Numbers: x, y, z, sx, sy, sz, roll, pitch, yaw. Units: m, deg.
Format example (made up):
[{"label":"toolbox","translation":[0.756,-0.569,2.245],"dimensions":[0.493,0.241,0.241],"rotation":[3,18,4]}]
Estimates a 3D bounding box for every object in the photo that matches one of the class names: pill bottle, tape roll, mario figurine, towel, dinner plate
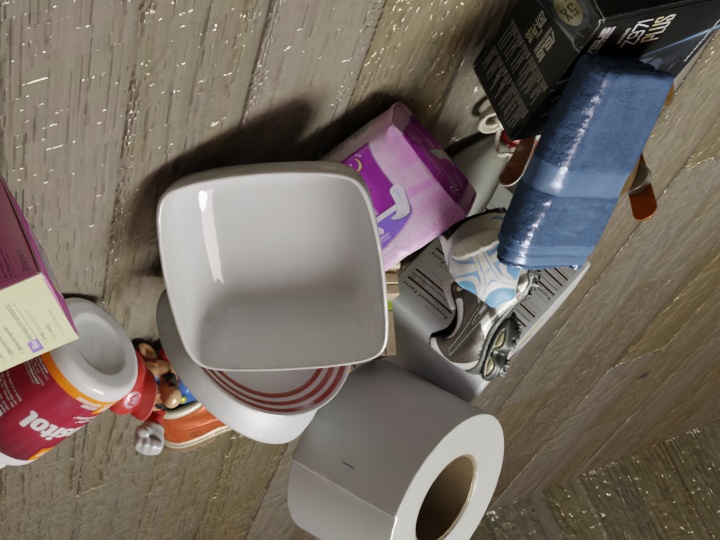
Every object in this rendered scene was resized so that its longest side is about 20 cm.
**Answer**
[{"label":"pill bottle","translation":[-0.324,0.121,1.724],"dimensions":[0.200,0.113,0.113],"rotation":[-35,160,28]},{"label":"tape roll","translation":[0.038,0.212,1.829],"dimensions":[0.203,0.139,0.203],"rotation":[-36,140,-38]},{"label":"mario figurine","translation":[-0.195,0.129,1.913],"dimensions":[0.106,0.124,0.200],"rotation":[-22,171,34]},{"label":"towel","translation":[0.188,-0.093,1.509],"dimensions":[0.112,0.049,0.200],"rotation":[0,122,-44]},{"label":"dinner plate","translation":[-0.096,0.050,1.684],"dimensions":[0.200,0.200,0.024],"rotation":[-10,162,-39]}]

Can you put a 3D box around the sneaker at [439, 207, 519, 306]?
[{"label":"sneaker","translation":[0.115,-0.013,1.643],"dimensions":[0.072,0.073,0.200],"rotation":[-17,-169,7]}]

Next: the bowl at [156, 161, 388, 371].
[{"label":"bowl","translation":[-0.075,-0.013,1.575],"dimensions":[0.199,0.075,0.200],"rotation":[-4,119,8]}]

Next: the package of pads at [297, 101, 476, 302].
[{"label":"package of pads","translation":[-0.004,-0.056,1.634],"dimensions":[0.200,0.121,0.076],"rotation":[-35,-168,25]}]

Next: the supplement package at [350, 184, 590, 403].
[{"label":"supplement package","translation":[0.114,0.047,1.933],"dimensions":[0.200,0.147,0.191],"rotation":[-45,172,-29]}]

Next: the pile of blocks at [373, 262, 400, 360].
[{"label":"pile of blocks","translation":[0.000,0.000,1.788],"dimensions":[0.062,0.200,0.082],"rotation":[0,-166,-22]}]

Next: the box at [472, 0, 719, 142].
[{"label":"box","translation":[0.219,-0.213,1.551],"dimensions":[0.164,0.086,0.200],"rotation":[-15,159,-28]}]

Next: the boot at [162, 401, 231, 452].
[{"label":"boot","translation":[-0.155,0.142,2.077],"dimensions":[0.200,0.075,0.107],"rotation":[-27,151,-10]}]

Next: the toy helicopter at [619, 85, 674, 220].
[{"label":"toy helicopter","translation":[0.271,-0.138,1.745],"dimensions":[0.079,0.132,0.200],"rotation":[-8,-151,40]}]

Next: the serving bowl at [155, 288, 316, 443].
[{"label":"serving bowl","translation":[-0.107,0.072,1.742],"dimensions":[0.066,0.200,0.200],"rotation":[-41,157,27]}]

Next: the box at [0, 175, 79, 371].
[{"label":"box","translation":[-0.356,0.029,1.455],"dimensions":[0.200,0.097,0.176],"rotation":[-24,162,-6]}]

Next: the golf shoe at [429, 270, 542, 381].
[{"label":"golf shoe","translation":[0.132,0.008,1.762],"dimensions":[0.078,0.094,0.200],"rotation":[-42,152,-84]}]

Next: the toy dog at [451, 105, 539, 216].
[{"label":"toy dog","translation":[0.139,-0.091,1.766],"dimensions":[0.132,0.096,0.200],"rotation":[-10,157,-49]}]
